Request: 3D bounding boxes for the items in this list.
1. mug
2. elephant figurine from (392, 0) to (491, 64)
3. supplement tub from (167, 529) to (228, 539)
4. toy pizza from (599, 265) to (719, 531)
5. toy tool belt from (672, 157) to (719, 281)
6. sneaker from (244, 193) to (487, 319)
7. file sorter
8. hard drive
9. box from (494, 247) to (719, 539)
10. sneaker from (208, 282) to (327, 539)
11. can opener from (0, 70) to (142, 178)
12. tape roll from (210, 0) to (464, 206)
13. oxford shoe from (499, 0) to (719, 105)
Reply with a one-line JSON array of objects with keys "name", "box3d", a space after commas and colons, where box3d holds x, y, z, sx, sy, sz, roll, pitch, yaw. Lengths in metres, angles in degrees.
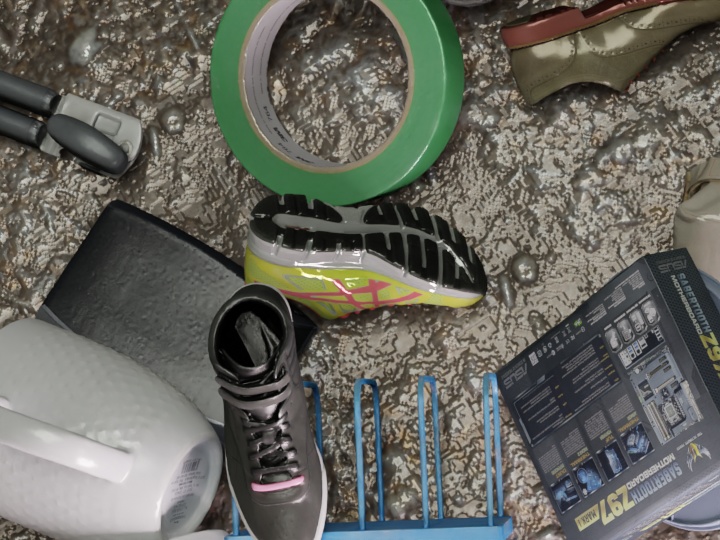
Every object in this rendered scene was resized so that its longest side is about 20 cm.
[{"name": "mug", "box3d": [-0.207, 0.128, 1.623, 0.174, 0.200, 0.149, 20, 87, 23]}, {"name": "elephant figurine", "box3d": [0.099, -0.272, 1.723, 0.140, 0.155, 0.202, -12, 96, -18]}, {"name": "supplement tub", "box3d": [-0.117, 0.305, 1.606, 0.144, 0.145, 0.201, -23, 73, 1]}, {"name": "toy pizza", "box3d": [0.236, 0.090, 1.617, 0.032, 0.200, 0.201, -13, 68, -39]}, {"name": "toy tool belt", "box3d": [0.333, -0.031, 1.645, 0.198, 0.126, 0.123, 10, 33, 12]}, {"name": "sneaker", "box3d": [0.000, 0.000, 1.706, 0.198, 0.091, 0.079, 12, 43, -14]}, {"name": "file sorter", "box3d": [0.007, 0.141, 1.625, 0.198, 0.139, 0.124, -3, 86, 7]}, {"name": "hard drive", "box3d": [-0.148, 0.039, 1.733, 0.199, 0.042, 0.135, 32, 82, 14]}, {"name": "box", "box3d": [0.196, 0.100, 1.600, 0.051, 0.200, 0.159, -10, 68, -37]}, {"name": "sneaker", "box3d": [-0.068, 0.104, 1.521, 0.070, 0.099, 0.202, -9, 83, 4]}, {"name": "can opener", "box3d": [-0.266, -0.130, 1.786, 0.198, 0.066, 0.053, 21, 80, 17]}, {"name": "tape roll", "box3d": [-0.019, -0.151, 1.724, 0.198, 0.048, 0.203, 3, 97, 21]}, {"name": "oxford shoe", "box3d": [0.213, -0.182, 1.743, 0.198, 0.070, 0.076, -13, 100, 2]}]
